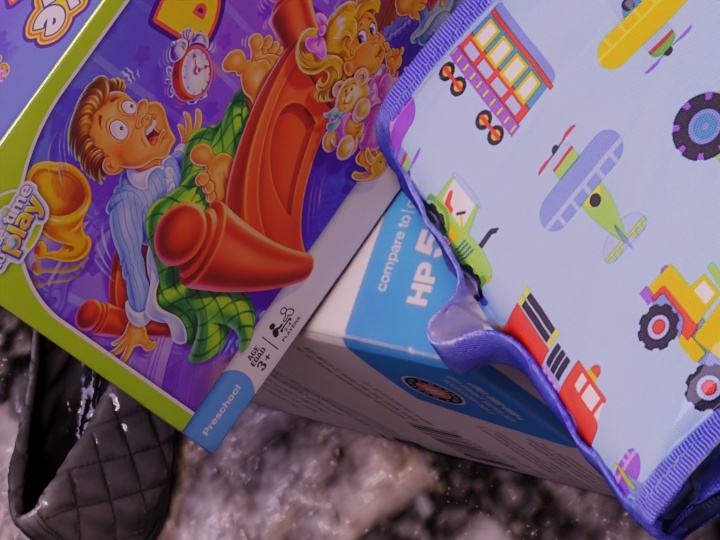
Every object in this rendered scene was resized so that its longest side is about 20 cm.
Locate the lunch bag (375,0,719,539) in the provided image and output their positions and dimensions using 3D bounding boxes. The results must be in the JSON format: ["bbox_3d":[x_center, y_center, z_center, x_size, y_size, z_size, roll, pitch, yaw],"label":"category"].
[{"bbox_3d":[0.098,-0.039,0.604,0.199,0.094,0.151,-38,55,5],"label":"lunch bag"}]

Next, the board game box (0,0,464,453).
[{"bbox_3d":[-0.030,-0.066,0.644,0.045,0.134,0.201,32,85,39],"label":"board game box"}]

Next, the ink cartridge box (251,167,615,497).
[{"bbox_3d":[0.000,0.000,0.772,0.199,0.146,0.085,12,77,35],"label":"ink cartridge box"}]

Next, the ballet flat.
[{"bbox_3d":[-0.099,0.010,0.891,0.066,0.057,0.202,-17,63,27],"label":"ballet flat"}]
